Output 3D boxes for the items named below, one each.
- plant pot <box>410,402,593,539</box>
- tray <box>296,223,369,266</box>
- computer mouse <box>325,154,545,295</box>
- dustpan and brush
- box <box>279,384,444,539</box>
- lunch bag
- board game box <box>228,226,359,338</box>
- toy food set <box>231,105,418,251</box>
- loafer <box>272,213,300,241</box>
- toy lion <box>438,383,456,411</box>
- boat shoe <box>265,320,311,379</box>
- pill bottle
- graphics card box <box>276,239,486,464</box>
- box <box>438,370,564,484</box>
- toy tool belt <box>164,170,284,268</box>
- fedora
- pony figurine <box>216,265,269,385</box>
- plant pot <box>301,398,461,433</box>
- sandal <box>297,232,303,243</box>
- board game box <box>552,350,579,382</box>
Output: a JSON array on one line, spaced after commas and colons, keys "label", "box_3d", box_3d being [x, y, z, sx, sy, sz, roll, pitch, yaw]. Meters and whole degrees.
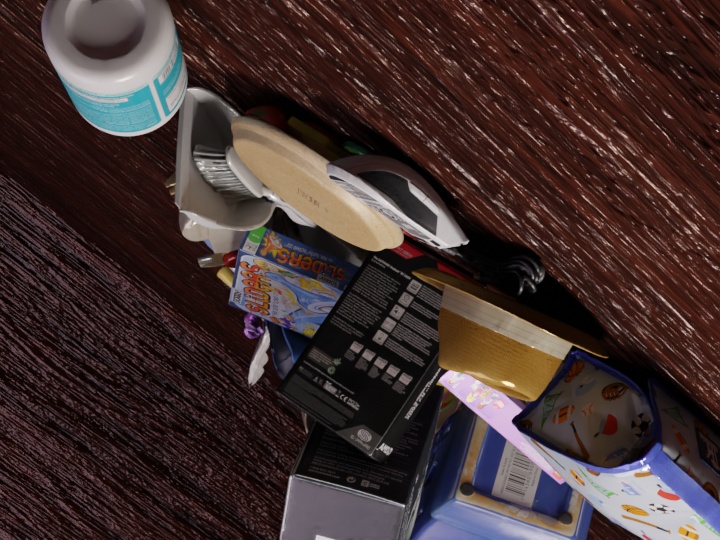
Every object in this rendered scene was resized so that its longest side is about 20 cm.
[{"label": "plant pot", "box_3d": [0.169, 0.260, 1.752, 0.200, 0.200, 0.180, 19, 146, 2]}, {"label": "tray", "box_3d": [0.000, 0.000, 1.644, 0.200, 0.022, 0.107, 42, 163, 31]}, {"label": "computer mouse", "box_3d": [0.061, -0.048, 1.295, 0.200, 0.044, 0.110, 34, 176, -21]}, {"label": "dustpan and brush", "box_3d": [-0.107, -0.083, 1.507, 0.057, 0.140, 0.200, -11, 153, 21]}, {"label": "box", "box_3d": [-0.003, 0.237, 1.599, 0.124, 0.197, 0.200, 14, 125, 6]}, {"label": "lunch bag", "box_3d": [0.267, 0.178, 1.416, 0.170, 0.124, 0.200, 42, 176, -24]}, {"label": "board game box", "box_3d": [-0.071, 0.019, 1.666, 0.135, 0.034, 0.200, 23, 160, 0]}, {"label": "toy food set", "box_3d": [-0.034, -0.084, 1.415, 0.198, 0.049, 0.200, 32, 169, 20]}, {"label": "loafer", "box_3d": [-0.119, -0.058, 1.788, 0.063, 0.072, 0.200, 22, -171, -44]}, {"label": "toy lion", "box_3d": [0.043, 0.142, 1.752, 0.200, 0.192, 0.069, 88, 159, -43]}, {"label": "boat shoe", "box_3d": [-0.096, 0.041, 1.826, 0.084, 0.200, 0.069, 19, 132, -18]}, {"label": "pill bottle", "box_3d": [-0.213, -0.186, 1.361, 0.111, 0.111, 0.200, 35, 169, 6]}, {"label": "graphics card box", "box_3d": [0.024, 0.074, 1.512, 0.125, 0.200, 0.051, 31, 173, 23]}, {"label": "box", "box_3d": [0.148, 0.122, 1.612, 0.200, 0.039, 0.137, 41, -162, -26]}, {"label": "toy tool belt", "box_3d": [-0.145, -0.088, 1.649, 0.200, 0.125, 0.123, 81, 175, -74]}, {"label": "fedora", "box_3d": [0.122, 0.064, 1.372, 0.200, 0.082, 0.201, 24, 180, 0]}, {"label": "pony figurine", "box_3d": [-0.116, 0.055, 2.100, 0.200, 0.166, 0.193, 49, 165, 13]}, {"label": "plant pot", "box_3d": [0.011, 0.114, 1.848, 0.200, 0.200, 0.135, 46, -166, -45]}, {"label": "sandal", "box_3d": [-0.018, 0.006, 1.750, 0.050, 0.083, 0.203, -14, -156, -38]}, {"label": "board game box", "box_3d": [0.217, 0.122, 1.563, 0.200, 0.035, 0.126, 41, 170, -25]}]
